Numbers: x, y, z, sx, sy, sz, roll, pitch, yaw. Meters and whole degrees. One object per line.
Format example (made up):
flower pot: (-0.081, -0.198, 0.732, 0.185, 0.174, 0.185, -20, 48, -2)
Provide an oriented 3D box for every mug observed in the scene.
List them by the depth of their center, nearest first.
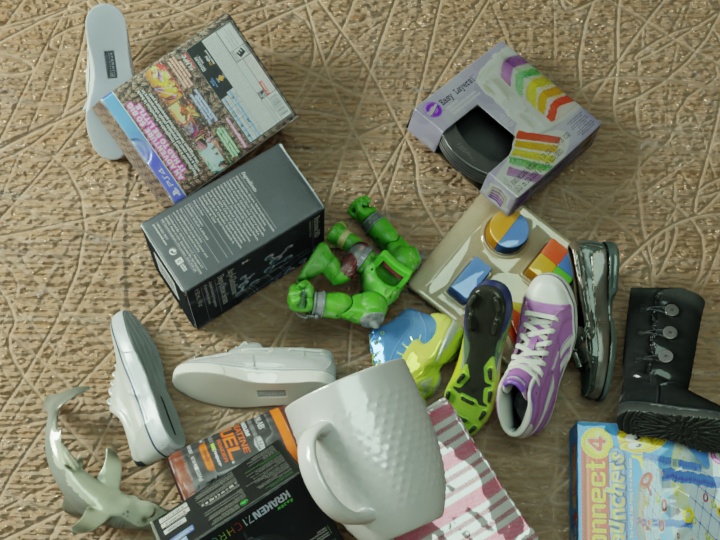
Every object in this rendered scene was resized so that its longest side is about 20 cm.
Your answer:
mug: (0.003, 0.207, 1.376, 0.147, 0.200, 0.176, -29, 79, 30)

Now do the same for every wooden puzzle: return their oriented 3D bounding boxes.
wooden puzzle: (0.190, 0.006, 1.616, 0.200, 0.046, 0.185, 37, 74, 11)

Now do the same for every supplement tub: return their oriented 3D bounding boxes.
supplement tub: (-0.118, 0.227, 1.497, 0.200, 0.107, 0.107, -23, 72, -10)

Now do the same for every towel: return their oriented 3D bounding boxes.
towel: (0.093, 0.264, 1.466, 0.146, 0.030, 0.200, -30, 74, -10)

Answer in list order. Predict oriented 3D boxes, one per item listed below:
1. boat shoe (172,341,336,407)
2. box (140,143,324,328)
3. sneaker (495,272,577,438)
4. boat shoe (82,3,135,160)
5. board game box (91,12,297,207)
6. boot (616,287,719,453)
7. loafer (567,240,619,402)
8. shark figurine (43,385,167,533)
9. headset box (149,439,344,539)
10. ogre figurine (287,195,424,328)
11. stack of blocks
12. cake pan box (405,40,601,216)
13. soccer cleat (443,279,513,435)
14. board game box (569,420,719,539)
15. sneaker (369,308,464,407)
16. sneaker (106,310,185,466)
boat shoe: (-0.128, 0.120, 1.560, 0.199, 0.072, 0.069, -2, 48, 5)
box: (-0.153, -0.040, 1.570, 0.200, 0.148, 0.107, -32, 74, -12)
sneaker: (0.208, 0.102, 1.509, 0.072, 0.114, 0.201, 8, 92, 23)
boat shoe: (-0.334, -0.249, 1.684, 0.074, 0.086, 0.203, -7, 99, -9)
board game box: (-0.212, -0.203, 1.625, 0.200, 0.097, 0.160, -37, 102, -14)
boot: (0.399, 0.115, 1.543, 0.164, 0.066, 0.200, 13, 48, 5)
loafer: (0.279, 0.061, 1.574, 0.063, 0.072, 0.201, 7, 81, -9)
shark figurine: (-0.340, 0.245, 1.505, 0.215, 0.090, 0.128, 52, 43, 7)
headset box: (-0.106, 0.326, 1.420, 0.174, 0.093, 0.200, -31, 115, -9)
ogre figurine: (0.000, 0.000, 1.582, 0.120, 0.098, 0.200, 31, 31, 6)
stack of blocks: (0.078, 0.320, 1.493, 0.115, 0.059, 0.200, -29, 73, -11)
cake pan box: (0.186, -0.187, 1.661, 0.184, 0.052, 0.200, 42, 59, 15)
soccer cleat: (0.149, 0.108, 1.547, 0.065, 0.084, 0.201, 15, 105, 19)
board game box: (0.351, 0.286, 1.513, 0.195, 0.056, 0.201, 3, 70, -1)
sneaker: (0.041, 0.132, 1.564, 0.105, 0.076, 0.200, 27, 71, 27)
sneaker: (-0.278, 0.143, 1.544, 0.071, 0.073, 0.200, -29, 61, 13)
